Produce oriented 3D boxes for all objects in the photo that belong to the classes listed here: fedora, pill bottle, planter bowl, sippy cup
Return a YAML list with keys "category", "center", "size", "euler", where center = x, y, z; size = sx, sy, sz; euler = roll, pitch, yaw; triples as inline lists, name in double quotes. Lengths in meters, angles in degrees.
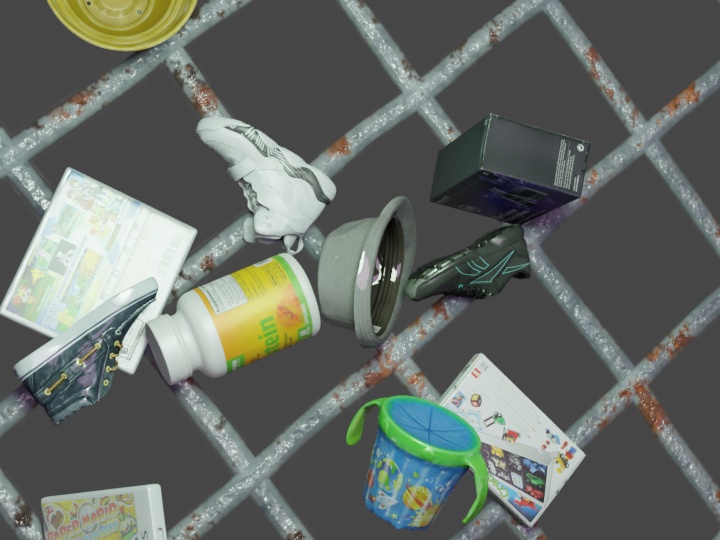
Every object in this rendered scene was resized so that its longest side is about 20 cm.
- category: "fedora"
  center: [0.000, 0.000, 1.612]
  size: [0.089, 0.178, 0.202]
  euler: [8, 59, 18]
- category: "pill bottle"
  center: [-0.159, 0.065, 1.560]
  size: [0.198, 0.111, 0.112]
  euler: [-23, 88, -18]
- category: "planter bowl"
  center: [-0.305, -0.363, 1.596]
  size: [0.197, 0.083, 0.203]
  euler: [2, 81, -15]
- category: "sippy cup"
  center: [0.067, 0.247, 1.582]
  size: [0.138, 0.178, 0.132]
  euler: [12, 110, -25]

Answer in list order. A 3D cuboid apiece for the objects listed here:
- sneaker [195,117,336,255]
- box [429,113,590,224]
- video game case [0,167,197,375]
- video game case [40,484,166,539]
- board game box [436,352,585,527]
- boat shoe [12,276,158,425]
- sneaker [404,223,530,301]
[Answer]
- category: "sneaker"
  center: [-0.135, -0.106, 1.611]
  size: [0.198, 0.075, 0.116]
  euler: [30, 72, -13]
- category: "box"
  center: [0.189, -0.126, 1.643]
  size: [0.139, 0.200, 0.080]
  euler: [16, 78, -12]
- category: "video game case"
  center: [-0.323, 0.001, 1.570]
  size: [0.181, 0.022, 0.202]
  euler: [26, 76, -11]
- category: "video game case"
  center: [-0.290, 0.345, 1.448]
  size: [0.023, 0.198, 0.185]
  euler: [0, 80, -51]
- category: "board game box"
  center: [0.188, 0.225, 1.677]
  size: [0.200, 0.035, 0.126]
  euler: [44, 74, -6]
- category: "boat shoe"
  center: [-0.309, 0.096, 1.517]
  size: [0.199, 0.071, 0.091]
  euler: [-36, 94, -10]
- category: "sneaker"
  center: [0.149, 0.005, 1.673]
  size: [0.198, 0.075, 0.080]
  euler: [-25, 98, -25]
